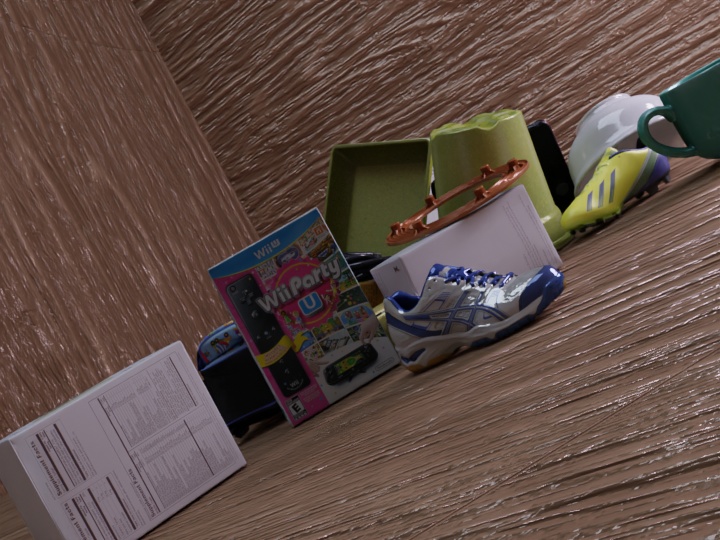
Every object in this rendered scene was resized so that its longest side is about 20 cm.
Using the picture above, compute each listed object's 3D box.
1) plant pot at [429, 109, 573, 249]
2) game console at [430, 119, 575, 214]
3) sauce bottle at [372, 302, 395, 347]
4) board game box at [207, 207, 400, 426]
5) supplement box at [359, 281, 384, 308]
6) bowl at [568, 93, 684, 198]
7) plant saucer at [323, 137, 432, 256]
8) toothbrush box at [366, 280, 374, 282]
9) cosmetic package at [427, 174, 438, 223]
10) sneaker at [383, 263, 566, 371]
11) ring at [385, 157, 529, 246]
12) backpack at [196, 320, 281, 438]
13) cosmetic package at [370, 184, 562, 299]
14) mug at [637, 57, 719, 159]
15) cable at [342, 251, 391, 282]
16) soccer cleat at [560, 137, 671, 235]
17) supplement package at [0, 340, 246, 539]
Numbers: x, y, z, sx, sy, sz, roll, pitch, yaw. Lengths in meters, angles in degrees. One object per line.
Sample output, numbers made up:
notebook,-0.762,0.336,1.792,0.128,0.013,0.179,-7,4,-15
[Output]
plant pot,0.178,-0.117,1.397,0.197,0.187,0.201,-14,12,3
game console,0.222,-0.106,1.513,0.198,0.178,0.031,-29,32,3
sauce bottle,0.072,0.051,1.242,0.198,0.065,0.065,-29,2,-4
board game box,-0.066,0.053,1.164,0.146,0.202,0.064,-30,1,-7
supplement box,-0.029,0.058,1.411,0.198,0.070,0.066,-9,-15,35
bowl,0.377,-0.192,1.480,0.199,0.091,0.202,-25,-24,-12
plant saucer,0.033,-0.093,1.543,0.198,0.203,0.048,1,-8,40
toothbrush box,0.038,0.001,1.621,0.145,0.087,0.199,-32,27,-29
cosmetic package,0.123,-0.083,1.821,0.166,0.202,0.166,-31,3,-19
sneaker,0.104,0.029,0.997,0.199,0.089,0.075,-27,1,30
ring,0.114,-0.088,1.230,0.199,0.019,0.201,-29,10,6
backpack,-0.098,0.106,1.310,0.181,0.136,0.200,-28,0,16
cosmetic package,0.124,-0.004,1.170,0.198,0.114,0.081,-28,3,-26
mug,0.458,-0.203,1.278,0.184,0.115,0.152,-29,3,36
cable,0.000,0.000,1.386,0.198,0.052,0.162,1,1,-40
soccer cleat,0.330,-0.115,1.350,0.199,0.084,0.065,-31,3,-25
supplement package,-0.259,0.196,1.067,0.199,0.152,0.151,-31,3,-32
